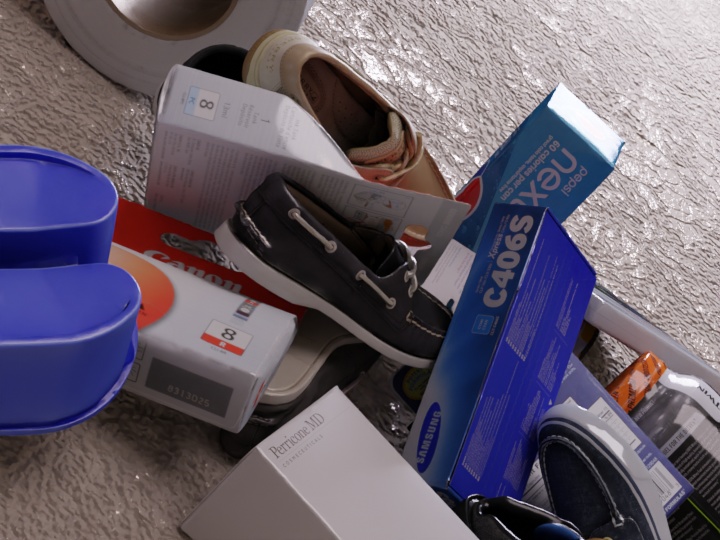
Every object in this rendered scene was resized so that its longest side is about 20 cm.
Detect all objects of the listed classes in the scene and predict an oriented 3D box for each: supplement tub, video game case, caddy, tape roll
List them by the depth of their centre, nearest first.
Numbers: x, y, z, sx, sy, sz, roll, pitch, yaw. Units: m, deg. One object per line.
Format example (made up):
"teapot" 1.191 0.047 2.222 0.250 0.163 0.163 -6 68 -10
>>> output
"caddy" -0.209 0.016 0.969 0.199 0.105 0.142 0 55 -25
"tape roll" -0.121 -0.242 1.346 0.202 0.203 0.139 38 28 -9
"supplement tub" 0.248 0.162 1.354 0.200 0.123 0.123 46 28 4
"video game case" 0.189 0.028 1.471 0.200 0.023 0.182 30 8 -41

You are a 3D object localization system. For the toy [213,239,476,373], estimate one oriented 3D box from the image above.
"toy" -0.021 -0.011 1.310 0.200 0.047 0.115 34 53 0

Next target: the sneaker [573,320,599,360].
"sneaker" 0.115 0.059 1.389 0.090 0.070 0.200 40 23 5

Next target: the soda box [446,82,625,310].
"soda box" 0.100 -0.038 1.350 0.068 0.200 0.064 42 25 -3

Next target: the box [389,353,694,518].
"box" 0.120 0.116 1.265 0.121 0.032 0.200 -41 89 -21

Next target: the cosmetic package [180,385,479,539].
"cosmetic package" 0.007 0.178 1.063 0.200 0.085 0.108 47 31 5

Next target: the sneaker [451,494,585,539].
"sneaker" 0.119 0.221 1.117 0.200 0.112 0.073 43 31 1

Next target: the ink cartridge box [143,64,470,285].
"ink cartridge box" -0.037 -0.057 1.191 0.199 0.160 0.047 14 69 -5

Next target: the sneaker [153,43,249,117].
"sneaker" -0.043 -0.092 1.249 0.199 0.071 0.099 20 -10 -5

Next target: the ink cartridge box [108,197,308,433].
"ink cartridge box" -0.112 0.006 1.125 0.161 0.050 0.200 21 32 4

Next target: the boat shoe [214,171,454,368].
"boat shoe" 0.000 0.000 1.159 0.200 0.060 0.074 30 19 -33

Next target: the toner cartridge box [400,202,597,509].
"toner cartridge box" 0.091 0.066 1.204 0.095 0.043 0.201 46 58 -48

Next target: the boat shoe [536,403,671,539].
"boat shoe" 0.153 0.190 1.184 0.091 0.071 0.201 -33 99 -39

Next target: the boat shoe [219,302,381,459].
"boat shoe" -0.035 0.059 1.190 0.067 0.057 0.200 29 29 15

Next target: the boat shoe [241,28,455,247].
"boat shoe" 0.005 -0.079 1.208 0.200 0.072 0.065 46 -14 -34
